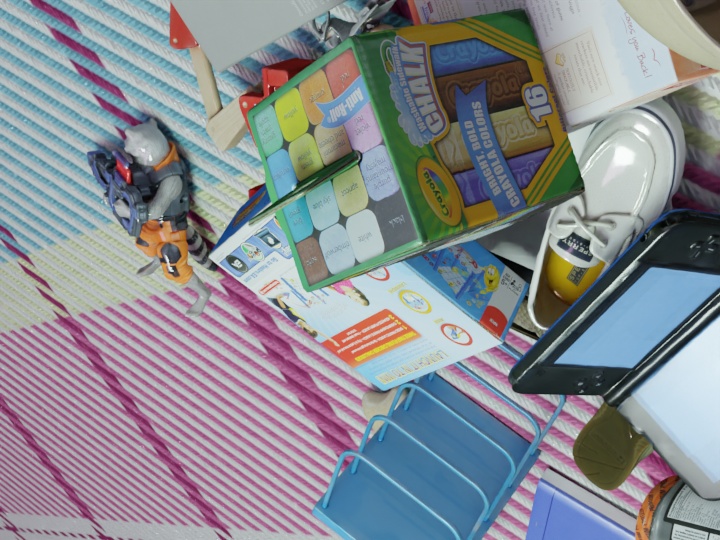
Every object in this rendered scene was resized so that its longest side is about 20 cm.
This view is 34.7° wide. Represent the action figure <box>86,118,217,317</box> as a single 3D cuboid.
[{"bbox_3d":[-0.220,-0.073,1.232,0.200,0.103,0.196,48,150,49],"label":"action figure"}]

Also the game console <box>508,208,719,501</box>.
[{"bbox_3d":[0.233,0.069,0.811,0.201,0.168,0.120,-52,46,38],"label":"game console"}]

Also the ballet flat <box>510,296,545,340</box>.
[{"bbox_3d":[0.113,0.035,0.984,0.198,0.047,0.067,14,171,39],"label":"ballet flat"}]

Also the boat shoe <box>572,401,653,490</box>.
[{"bbox_3d":[0.242,0.107,0.946,0.073,0.063,0.202,44,140,21],"label":"boat shoe"}]

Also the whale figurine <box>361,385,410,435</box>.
[{"bbox_3d":[0.066,0.216,1.214,0.158,0.103,0.204,-20,86,54],"label":"whale figurine"}]

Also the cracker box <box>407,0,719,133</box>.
[{"bbox_3d":[0.125,-0.159,0.751,0.199,0.057,0.136,-17,89,53],"label":"cracker box"}]

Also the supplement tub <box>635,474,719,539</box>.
[{"bbox_3d":[0.313,0.221,0.899,0.123,0.122,0.199,54,160,-13],"label":"supplement tub"}]

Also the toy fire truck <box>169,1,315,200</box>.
[{"bbox_3d":[-0.095,-0.135,0.998,0.139,0.048,0.204,12,116,36],"label":"toy fire truck"}]

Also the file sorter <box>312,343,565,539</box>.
[{"bbox_3d":[0.075,0.165,1.043,0.138,0.200,0.124,34,142,14],"label":"file sorter"}]

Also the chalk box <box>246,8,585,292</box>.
[{"bbox_3d":[0.018,-0.070,0.706,0.124,0.198,0.126,-22,86,49],"label":"chalk box"}]

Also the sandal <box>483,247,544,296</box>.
[{"bbox_3d":[0.062,-0.035,0.938,0.197,0.044,0.076,24,-175,16],"label":"sandal"}]

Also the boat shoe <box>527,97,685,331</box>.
[{"bbox_3d":[0.164,-0.032,0.811,0.070,0.070,0.202,34,139,13],"label":"boat shoe"}]

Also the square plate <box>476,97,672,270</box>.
[{"bbox_3d":[0.152,-0.064,0.880,0.198,0.028,0.201,13,133,38],"label":"square plate"}]

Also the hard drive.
[{"bbox_3d":[0.256,0.288,1.129,0.198,0.025,0.133,28,141,23],"label":"hard drive"}]

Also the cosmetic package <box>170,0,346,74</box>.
[{"bbox_3d":[-0.047,-0.230,0.853,0.199,0.107,0.091,-17,112,54],"label":"cosmetic package"}]

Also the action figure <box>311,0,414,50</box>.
[{"bbox_3d":[0.030,-0.121,0.874,0.201,0.069,0.130,49,151,6],"label":"action figure"}]

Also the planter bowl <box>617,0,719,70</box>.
[{"bbox_3d":[0.193,-0.197,0.588,0.202,0.199,0.135,56,171,-16],"label":"planter bowl"}]

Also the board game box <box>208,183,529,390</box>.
[{"bbox_3d":[0.000,0.000,0.913,0.195,0.056,0.199,38,151,-13],"label":"board game box"}]
